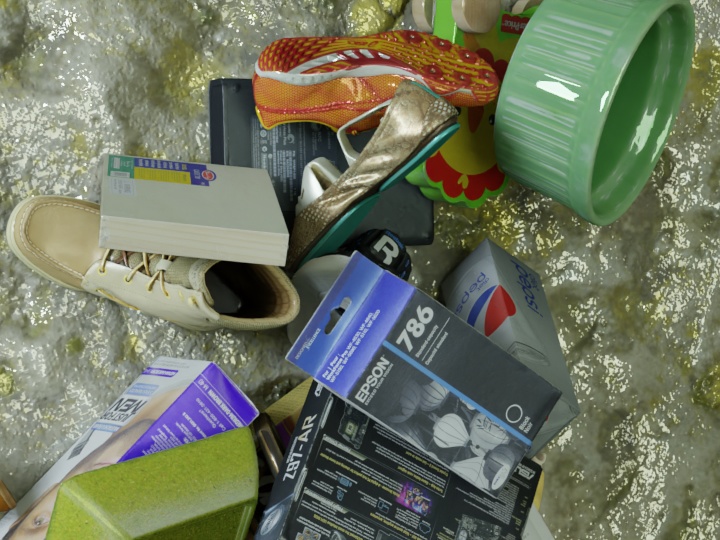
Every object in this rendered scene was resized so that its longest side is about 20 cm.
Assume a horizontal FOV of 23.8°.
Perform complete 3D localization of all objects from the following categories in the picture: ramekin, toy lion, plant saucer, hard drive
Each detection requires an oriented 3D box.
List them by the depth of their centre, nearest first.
[{"bbox_3d":[-0.153,0.227,1.242,0.200,0.048,0.200,-11,125,-53],"label":"plant saucer"},{"bbox_3d":[0.192,-0.146,1.420,0.200,0.098,0.200,-47,150,-38],"label":"ramekin"},{"bbox_3d":[-0.029,-0.089,1.434,0.200,0.033,0.140,-2,90,-29],"label":"hard drive"},{"bbox_3d":[0.110,-0.150,1.478,0.200,0.069,0.192,0,97,-43],"label":"toy lion"}]

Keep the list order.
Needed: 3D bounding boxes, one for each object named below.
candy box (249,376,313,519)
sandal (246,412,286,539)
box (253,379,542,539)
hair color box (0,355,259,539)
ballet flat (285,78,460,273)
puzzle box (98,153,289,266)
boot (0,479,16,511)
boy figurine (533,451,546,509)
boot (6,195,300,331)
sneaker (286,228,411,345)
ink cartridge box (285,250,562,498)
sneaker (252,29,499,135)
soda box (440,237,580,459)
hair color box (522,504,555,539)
[{"bbox_3d":[-0.058,0.176,1.405,0.200,0.056,0.117,-35,107,-23],"label":"candy box"},{"bbox_3d":[-0.067,0.213,1.337,0.054,0.082,0.200,-10,103,-7],"label":"sandal"},{"bbox_3d":[0.033,0.181,1.309,0.200,0.044,0.160,30,63,-21],"label":"box"},{"bbox_3d":[-0.182,0.156,1.305,0.200,0.109,0.065,-49,111,-21],"label":"hair color box"},{"bbox_3d":[-0.004,-0.078,1.359,0.065,0.200,0.070,49,25,6],"label":"ballet flat"},{"bbox_3d":[-0.127,-0.048,1.270,0.133,0.200,0.025,5,106,-9],"label":"puzzle box"},{"bbox_3d":[-0.363,0.148,1.236,0.144,0.071,0.201,-48,108,-14],"label":"boot"},{"bbox_3d":[0.111,0.188,1.493,0.124,0.064,0.200,-10,95,-29],"label":"boy figurine"},{"bbox_3d":[-0.157,-0.005,1.292,0.200,0.155,0.073,27,78,-26],"label":"boot"},{"bbox_3d":[0.000,0.000,1.367,0.073,0.200,0.112,38,68,2],"label":"sneaker"},{"bbox_3d":[0.050,0.079,1.269,0.200,0.039,0.100,34,86,-24],"label":"ink cartridge box"},{"bbox_3d":[0.012,-0.148,1.379,0.200,0.073,0.077,1,133,-5],"label":"sneaker"},{"bbox_3d":[0.123,0.061,1.428,0.068,0.200,0.063,34,115,-24],"label":"soda box"},{"bbox_3d":[0.079,0.203,1.396,0.111,0.064,0.200,-33,96,-34],"label":"hair color box"}]
